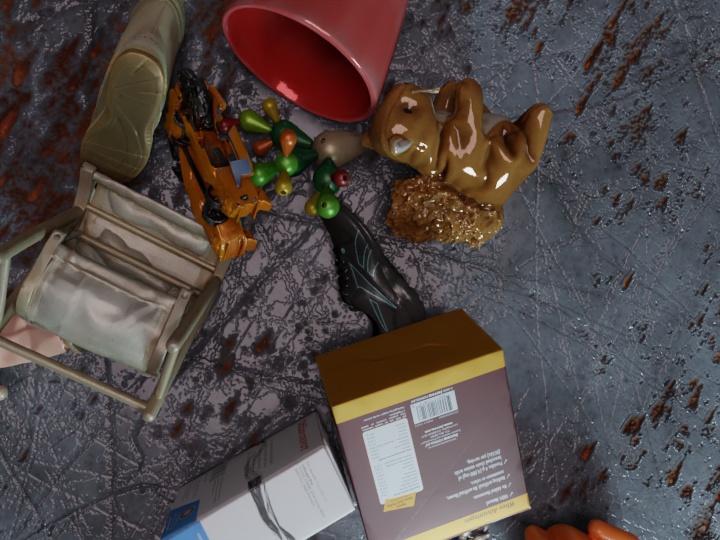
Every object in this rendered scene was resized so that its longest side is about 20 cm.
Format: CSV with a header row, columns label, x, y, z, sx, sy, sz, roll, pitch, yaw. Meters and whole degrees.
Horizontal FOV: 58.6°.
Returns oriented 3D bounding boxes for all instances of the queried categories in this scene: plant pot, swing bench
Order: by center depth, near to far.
label,x,y,z,sx,sy,sz,roll,pitch,yaw
swing bench,-0.265,0.017,0.704,0.195,0.202,0.131,26,125,-8
plant pot,-0.033,-0.301,0.723,0.197,0.200,0.181,28,79,-7

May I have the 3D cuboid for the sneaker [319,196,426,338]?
label,x,y,z,sx,sy,sz,roll,pitch,yaw
sneaker,0.000,0.000,0.783,0.079,0.075,0.202,-36,95,-3

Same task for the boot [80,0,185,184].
label,x,y,z,sx,sy,sz,roll,pitch,yaw
boot,-0.258,-0.210,0.736,0.071,0.201,0.159,17,48,-21

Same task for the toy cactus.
label,x,y,z,sx,sy,sz,roll,pitch,yaw
toy cactus,-0.065,-0.143,0.753,0.162,0.199,0.105,-22,133,-35

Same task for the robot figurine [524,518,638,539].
label,x,y,z,sx,sy,sz,roll,pitch,yaw
robot figurine,0.288,0.403,0.811,0.197,0.117,0.146,29,53,-7

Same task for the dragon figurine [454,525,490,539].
label,x,y,z,sx,sy,sz,roll,pitch,yaw
dragon figurine,0.110,0.406,0.814,0.058,0.100,0.204,23,107,-9

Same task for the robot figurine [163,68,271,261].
label,x,y,z,sx,sy,sz,roll,pitch,yaw
robot figurine,-0.167,-0.122,0.718,0.057,0.146,0.203,-12,64,-32

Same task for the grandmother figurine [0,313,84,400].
label,x,y,z,sx,sy,sz,roll,pitch,yaw
grandmother figurine,-0.425,0.089,0.739,0.194,0.061,0.124,-12,66,-4

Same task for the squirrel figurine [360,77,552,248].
label,x,y,z,sx,sy,sz,roll,pitch,yaw
squirrel figurine,0.092,-0.122,0.747,0.182,0.141,0.206,3,109,-28

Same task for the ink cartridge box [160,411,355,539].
label,x,y,z,sx,sy,sz,roll,pitch,yaw
ink cartridge box,-0.113,0.262,0.738,0.196,0.145,0.086,-29,96,-6

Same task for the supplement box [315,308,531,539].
label,x,y,z,sx,sy,sz,roll,pitch,yaw
supplement box,0.071,0.186,0.746,0.192,0.133,0.205,-16,108,-7
